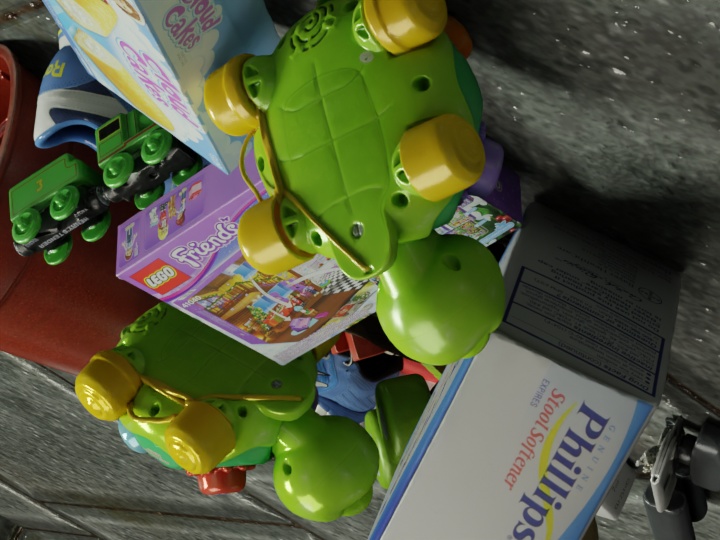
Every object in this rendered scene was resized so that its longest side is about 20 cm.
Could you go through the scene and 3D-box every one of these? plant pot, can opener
[{"bbox_3d":[-0.200,-0.020,1.618,0.194,0.202,0.200,25,166,-28],"label":"plant pot"},{"bbox_3d":[0.229,0.156,1.699,0.066,0.053,0.200,21,163,15],"label":"can opener"}]

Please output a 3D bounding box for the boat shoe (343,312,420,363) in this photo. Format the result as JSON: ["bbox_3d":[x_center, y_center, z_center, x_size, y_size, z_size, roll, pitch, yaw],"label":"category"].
[{"bbox_3d":[-0.002,0.006,1.573,0.202,0.075,0.075,33,-164,27],"label":"boat shoe"}]

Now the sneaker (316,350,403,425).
[{"bbox_3d":[-0.048,0.052,1.715,0.199,0.079,0.089,18,129,-43],"label":"sneaker"}]

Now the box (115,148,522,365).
[{"bbox_3d":[-0.025,-0.026,1.377,0.199,0.039,0.136,-31,135,34],"label":"box"}]

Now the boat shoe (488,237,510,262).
[{"bbox_3d":[0.067,0.005,1.470,0.199,0.072,0.060,30,147,8],"label":"boat shoe"}]

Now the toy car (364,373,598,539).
[{"bbox_3d":[0.107,0.160,1.543,0.163,0.202,0.158,-12,165,-8],"label":"toy car"}]

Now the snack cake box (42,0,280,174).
[{"bbox_3d":[-0.111,-0.144,1.252,0.115,0.067,0.200,37,168,24],"label":"snack cake box"}]

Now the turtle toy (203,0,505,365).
[{"bbox_3d":[0.014,-0.049,1.210,0.145,0.202,0.101,-23,165,34],"label":"turtle toy"}]

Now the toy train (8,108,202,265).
[{"bbox_3d":[-0.125,-0.069,1.400,0.199,0.057,0.042,-30,138,22],"label":"toy train"}]

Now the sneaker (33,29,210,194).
[{"bbox_3d":[-0.109,-0.074,1.476,0.199,0.083,0.074,26,161,1],"label":"sneaker"}]

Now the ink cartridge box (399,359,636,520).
[{"bbox_3d":[0.085,0.109,1.793,0.199,0.045,0.176,15,160,36],"label":"ink cartridge box"}]

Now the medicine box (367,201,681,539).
[{"bbox_3d":[0.090,0.088,1.343,0.102,0.183,0.200,27,-158,2],"label":"medicine box"}]

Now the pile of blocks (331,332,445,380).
[{"bbox_3d":[0.024,0.045,1.662,0.199,0.062,0.082,21,163,20],"label":"pile of blocks"}]

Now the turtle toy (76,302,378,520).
[{"bbox_3d":[-0.074,0.085,1.515,0.199,0.146,0.102,28,145,28],"label":"turtle toy"}]
